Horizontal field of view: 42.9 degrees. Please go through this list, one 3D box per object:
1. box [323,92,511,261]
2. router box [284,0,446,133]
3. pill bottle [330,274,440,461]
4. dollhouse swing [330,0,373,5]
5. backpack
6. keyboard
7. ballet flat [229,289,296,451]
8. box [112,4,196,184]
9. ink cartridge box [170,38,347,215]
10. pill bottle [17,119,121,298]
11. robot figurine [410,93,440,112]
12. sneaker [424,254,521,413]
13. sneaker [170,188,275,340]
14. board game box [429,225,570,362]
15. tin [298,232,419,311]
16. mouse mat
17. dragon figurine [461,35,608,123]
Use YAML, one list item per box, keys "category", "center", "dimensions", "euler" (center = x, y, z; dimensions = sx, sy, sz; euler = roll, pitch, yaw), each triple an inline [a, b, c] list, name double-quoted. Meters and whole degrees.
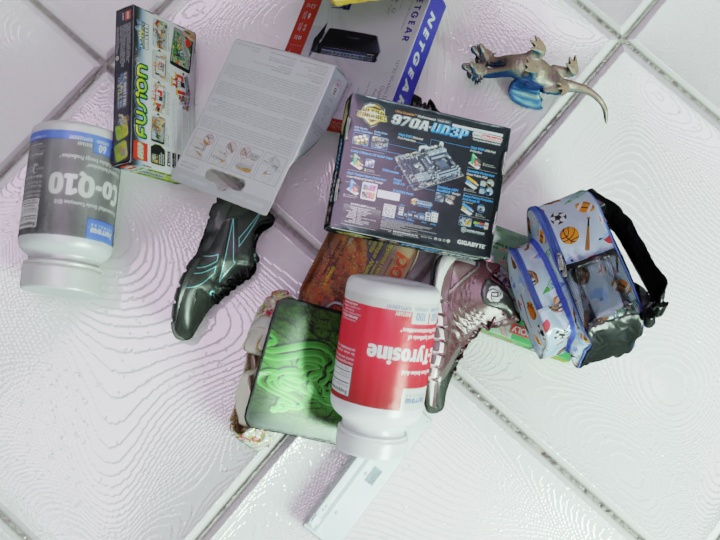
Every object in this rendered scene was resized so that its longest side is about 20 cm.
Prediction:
- category: "box"
  center: [0.067, -0.106, 1.074]
  dimensions: [0.198, 0.046, 0.161]
  euler: [10, 85, -10]
- category: "router box"
  center: [-0.007, -0.276, 1.170]
  dimensions: [0.178, 0.049, 0.202]
  euler: [15, 79, 27]
- category: "pill bottle"
  center: [0.025, 0.111, 1.067]
  dimensions: [0.111, 0.112, 0.202]
  euler: [8, 95, -1]
- category: "dollhouse swing"
  center: [0.013, -0.404, 1.168]
  dimensions: [0.198, 0.176, 0.184]
  euler: [-8, 84, -4]
- category: "backpack"
  center: [0.252, 0.009, 1.084]
  dimensions: [0.152, 0.200, 0.192]
  euler: [-10, 72, -1]
- category: "keyboard"
  center: [0.010, 0.249, 1.133]
  dimensions: [0.056, 0.011, 0.201]
  euler: [41, 82, -20]
- category: "ballet flat"
  center: [-0.118, 0.119, 1.122]
  dimensions: [0.075, 0.064, 0.202]
  euler: [0, 78, 34]
- category: "box"
  center: [-0.258, -0.219, 1.157]
  dimensions: [0.034, 0.110, 0.202]
  euler: [-7, 78, 35]
- category: "ink cartridge box"
  center: [-0.126, -0.176, 1.135]
  dimensions: [0.161, 0.057, 0.202]
  euler: [21, 87, 27]
- category: "pill bottle"
  center: [-0.357, -0.072, 1.124]
  dimensions: [0.112, 0.114, 0.202]
  euler: [4, 81, -2]
- category: "robot figurine"
  center: [0.068, -0.132, 1.169]
  dimensions: [0.145, 0.058, 0.200]
  euler: [-40, 74, -1]
- category: "sneaker"
  center: [0.136, 0.081, 1.120]
  dimensions: [0.114, 0.076, 0.202]
  euler: [5, 98, 0]
- category: "sneaker"
  center: [-0.174, -0.002, 1.142]
  dimensions: [0.079, 0.075, 0.202]
  euler: [22, 81, -1]
- category: "board game box"
  center: [0.192, 0.021, 1.177]
  dimensions: [0.198, 0.029, 0.136]
  euler: [20, 81, 1]
- category: "tin"
  center: [0.000, 0.000, 1.135]
  dimensions: [0.111, 0.042, 0.201]
  euler: [30, 104, 5]
- category: "mouse mat"
  center: [-0.030, 0.131, 1.114]
  dimensions: [0.198, 0.008, 0.163]
  euler: [15, 92, -20]
- category: "dragon figurine"
  center: [0.232, -0.251, 1.208]
  dimensions: [0.198, 0.099, 0.059]
  euler: [21, 78, -19]
